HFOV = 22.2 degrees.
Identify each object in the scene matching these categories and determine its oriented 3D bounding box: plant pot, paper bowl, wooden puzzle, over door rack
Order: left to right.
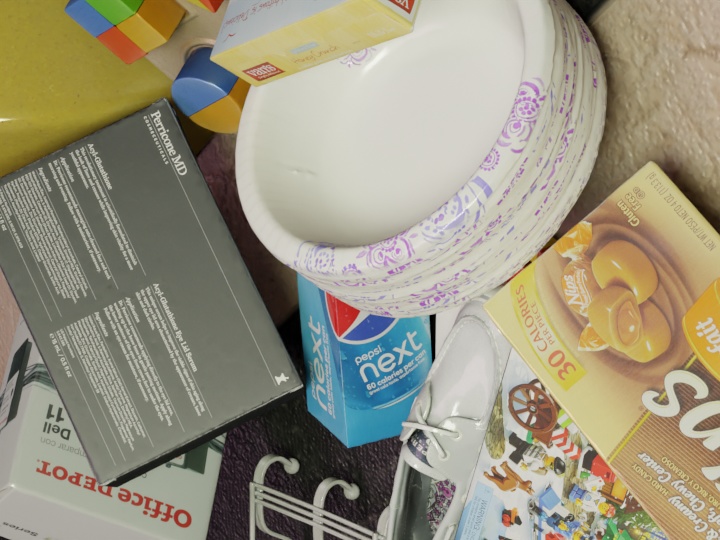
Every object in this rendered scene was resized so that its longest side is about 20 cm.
[{"bbox_3d":[-0.231,-0.139,1.252,0.197,0.199,0.194,61,142,11],"label":"plant pot"},{"bbox_3d":[-0.090,-0.147,1.100,0.199,0.047,0.185,36,151,-24],"label":"wooden puzzle"},{"bbox_3d":[-0.025,0.241,1.261,0.147,0.066,0.202,14,96,48],"label":"over door rack"},{"bbox_3d":[0.039,-0.071,0.977,0.199,0.104,0.202,-18,57,31],"label":"paper bowl"}]

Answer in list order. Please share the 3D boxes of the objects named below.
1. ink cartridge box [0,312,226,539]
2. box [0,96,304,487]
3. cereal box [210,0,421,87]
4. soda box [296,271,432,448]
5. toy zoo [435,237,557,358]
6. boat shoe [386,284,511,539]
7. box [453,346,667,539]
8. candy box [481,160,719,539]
[{"bbox_3d":[-0.166,0.091,1.243,0.083,0.146,0.202,-37,38,52],"label":"ink cartridge box"},{"bbox_3d":[-0.138,0.016,1.155,0.079,0.140,0.201,78,167,-83],"label":"box"},{"bbox_3d":[-0.001,-0.203,0.969,0.143,0.039,0.202,-11,57,53],"label":"cereal box"},{"bbox_3d":[0.000,0.000,1.124,0.068,0.064,0.202,-143,45,-61],"label":"soda box"},{"bbox_3d":[0.104,0.044,1.061,0.200,0.020,0.132,37,133,36],"label":"toy zoo"},{"bbox_3d":[0.053,0.099,1.075,0.072,0.068,0.201,44,137,30],"label":"boat shoe"},{"bbox_3d":[0.127,0.138,1.016,0.136,0.038,0.201,24,126,16],"label":"box"},{"bbox_3d":[0.166,0.060,0.906,0.115,0.055,0.200,-40,70,4],"label":"candy box"}]
